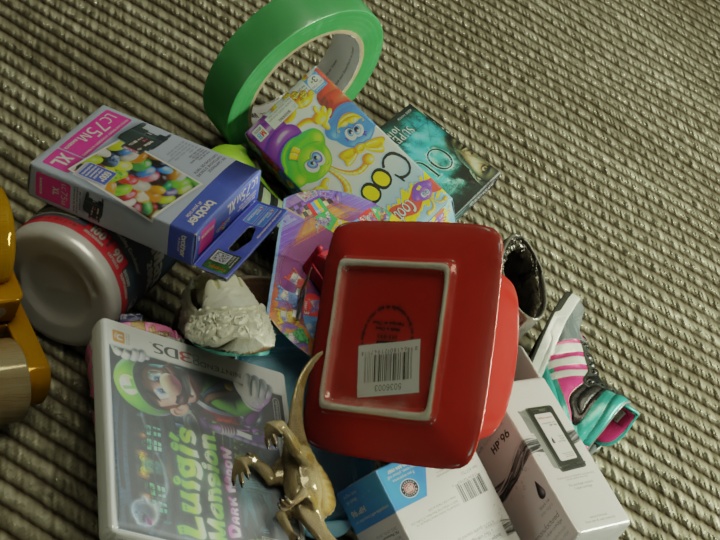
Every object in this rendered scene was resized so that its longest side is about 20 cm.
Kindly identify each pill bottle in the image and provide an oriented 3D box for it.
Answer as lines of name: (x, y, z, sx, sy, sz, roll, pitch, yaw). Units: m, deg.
pill bottle: (-0.223, -0.034, 1.459, 0.119, 0.120, 0.200, 33, 41, 4)

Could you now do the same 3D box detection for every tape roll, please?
tape roll: (-0.068, -0.206, 1.662, 0.199, 0.201, 0.048, -20, 61, -42)

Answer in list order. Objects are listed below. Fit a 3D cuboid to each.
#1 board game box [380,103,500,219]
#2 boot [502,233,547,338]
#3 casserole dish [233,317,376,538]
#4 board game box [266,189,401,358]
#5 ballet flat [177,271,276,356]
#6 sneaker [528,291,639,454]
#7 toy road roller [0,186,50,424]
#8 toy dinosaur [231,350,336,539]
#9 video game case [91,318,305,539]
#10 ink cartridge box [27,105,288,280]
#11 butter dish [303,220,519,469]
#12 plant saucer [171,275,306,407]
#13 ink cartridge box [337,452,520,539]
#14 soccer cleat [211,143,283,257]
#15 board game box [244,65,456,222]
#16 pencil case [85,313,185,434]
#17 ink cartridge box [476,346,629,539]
board game box: (0.055, -0.098, 1.760, 0.135, 0.028, 0.200, 37, 41, 9)
boot: (0.093, 0.034, 1.518, 0.072, 0.201, 0.183, 6, 46, -24)
casserole dish: (-0.053, 0.141, 1.416, 0.120, 0.039, 0.203, -1, 68, -27)
board game box: (0.000, 0.000, 1.473, 0.156, 0.039, 0.202, 19, 51, -15)
ballet flat: (-0.121, 0.033, 1.368, 0.071, 0.200, 0.073, -1, 93, -18)
sneaker: (0.222, 0.115, 1.603, 0.120, 0.084, 0.201, 26, 48, 3)
toy road roller: (-0.332, 0.019, 1.322, 0.122, 0.147, 0.201, -7, 53, -35)
toy dinosaur: (-0.054, 0.157, 1.301, 0.101, 0.058, 0.202, 24, 45, -51)
video game case: (-0.129, 0.144, 1.288, 0.180, 0.023, 0.202, 19, 43, -31)
ink cartridge box: (-0.171, -0.070, 1.390, 0.198, 0.042, 0.119, 25, 39, 14)
butter dish: (0.066, 0.068, 1.379, 0.147, 0.198, 0.202, 16, 80, -47)
plant saucer: (-0.078, 0.073, 1.505, 0.198, 0.037, 0.202, 16, 42, -15)
ink cartridge box: (0.079, 0.252, 1.373, 0.115, 0.068, 0.202, -19, 78, -41)
soccer cleat: (-0.096, -0.044, 1.598, 0.081, 0.068, 0.200, -32, 66, -31)
board game box: (-0.008, -0.088, 1.627, 0.103, 0.105, 0.200, -43, 73, -7)
pencil case: (-0.174, 0.136, 1.346, 0.082, 0.087, 0.202, 9, 48, -33)
ink cartridge box: (0.144, 0.181, 1.456, 0.067, 0.117, 0.201, -5, 51, -35)
